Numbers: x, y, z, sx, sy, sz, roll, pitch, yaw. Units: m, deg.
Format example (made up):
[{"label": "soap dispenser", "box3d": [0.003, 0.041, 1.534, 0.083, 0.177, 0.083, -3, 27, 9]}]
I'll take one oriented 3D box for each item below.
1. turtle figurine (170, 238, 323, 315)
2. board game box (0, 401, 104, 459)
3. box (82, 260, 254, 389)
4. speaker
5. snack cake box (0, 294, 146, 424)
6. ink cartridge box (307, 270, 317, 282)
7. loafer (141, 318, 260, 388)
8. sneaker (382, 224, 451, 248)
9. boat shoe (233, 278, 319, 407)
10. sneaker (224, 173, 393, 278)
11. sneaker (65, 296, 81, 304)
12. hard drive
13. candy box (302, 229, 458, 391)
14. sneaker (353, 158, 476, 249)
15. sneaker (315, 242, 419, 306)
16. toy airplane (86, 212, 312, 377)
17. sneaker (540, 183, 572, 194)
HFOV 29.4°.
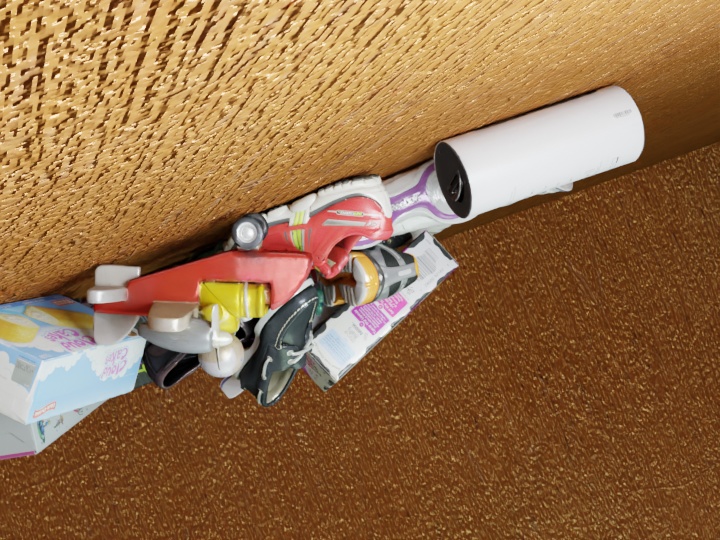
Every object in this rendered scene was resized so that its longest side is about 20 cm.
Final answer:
[{"label": "turtle figurine", "box3d": [-0.143, 0.012, 1.520, 0.199, 0.101, 0.150, -9, 134, -12]}, {"label": "board game box", "box3d": [-0.395, 0.158, 1.572, 0.147, 0.065, 0.200, -9, -168, 15]}, {"label": "box", "box3d": [-0.220, 0.060, 1.643, 0.199, 0.036, 0.143, -22, 133, 12]}, {"label": "speaker", "box3d": [0.175, -0.116, 1.348, 0.199, 0.082, 0.081, -20, 178, -16]}, {"label": "snack cake box", "box3d": [-0.309, 0.083, 1.338, 0.115, 0.067, 0.200, 21, -169, 16]}, {"label": "ink cartridge box", "box3d": [-0.096, -0.001, 1.729, 0.199, 0.083, 0.147, -21, 177, 14]}, {"label": "loafer", "box3d": [-0.140, 0.061, 1.455, 0.199, 0.063, 0.072, -30, 135, -1]}, {"label": "sneaker", "box3d": [0.035, -0.061, 1.654, 0.199, 0.072, 0.072, -14, -178, -41]}, {"label": "boat shoe", "box3d": [-0.078, 0.078, 1.445, 0.075, 0.060, 0.200, -33, 166, -31]}, {"label": "sneaker", "box3d": [-0.054, -0.029, 1.382, 0.199, 0.085, 0.077, -22, 176, 32]}, {"label": "sneaker", "box3d": [-0.352, 0.079, 1.530, 0.098, 0.071, 0.200, -22, 180, -23]}, {"label": "hard drive", "box3d": [-0.080, 0.080, 1.672, 0.132, 0.025, 0.200, -41, 177, 25]}, {"label": "candy box", "box3d": [0.015, 0.050, 1.618, 0.200, 0.061, 0.136, -43, 178, -13]}, {"label": "sneaker", "box3d": [0.047, -0.079, 1.491, 0.199, 0.075, 0.100, -15, -170, -16]}, {"label": "sneaker", "box3d": [0.000, 0.000, 1.522, 0.077, 0.079, 0.200, -12, -167, -18]}, {"label": "toy airplane", "box3d": [-0.162, 0.039, 1.313, 0.199, 0.142, 0.200, -13, -172, 46]}, {"label": "sneaker", "box3d": [0.185, -0.111, 1.584, 0.115, 0.081, 0.199, -23, 179, 21]}]
